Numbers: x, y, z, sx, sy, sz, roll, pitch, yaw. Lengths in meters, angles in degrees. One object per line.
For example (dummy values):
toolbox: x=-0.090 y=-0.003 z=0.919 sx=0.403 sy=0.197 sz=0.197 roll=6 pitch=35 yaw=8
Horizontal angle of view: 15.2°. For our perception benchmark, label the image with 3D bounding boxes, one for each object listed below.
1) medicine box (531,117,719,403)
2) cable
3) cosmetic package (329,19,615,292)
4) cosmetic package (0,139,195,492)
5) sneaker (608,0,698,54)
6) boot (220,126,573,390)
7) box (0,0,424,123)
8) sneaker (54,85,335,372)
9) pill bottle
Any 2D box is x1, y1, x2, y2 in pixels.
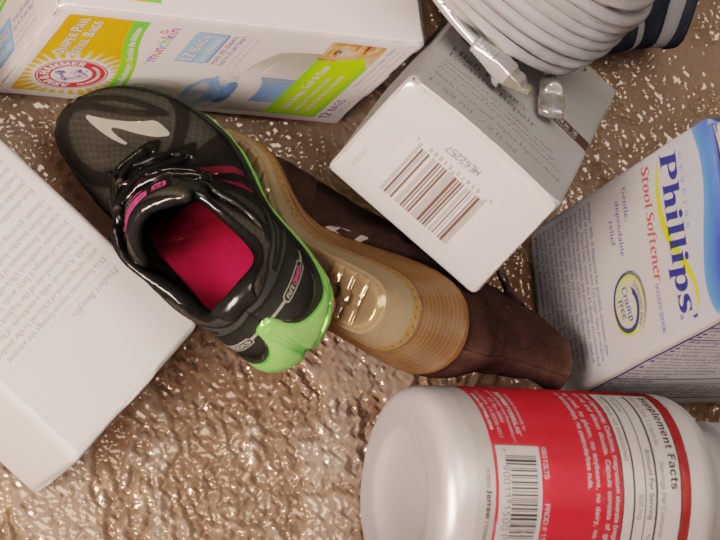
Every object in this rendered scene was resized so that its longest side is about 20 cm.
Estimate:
medicine box: x=0.217 y=0.001 z=1.434 sx=0.182 sy=0.200 sz=0.103 roll=1 pitch=72 yaw=-25
cable: x=0.073 y=-0.196 z=1.397 sx=0.200 sy=0.069 sz=0.200 roll=48 pitch=29 yaw=-13
cosmetic package: x=0.063 y=-0.075 z=1.404 sx=0.102 sy=0.074 sz=0.200 roll=41 pitch=26 yaw=-5
cosmetic package: x=-0.192 y=0.001 z=1.317 sx=0.200 sy=0.071 sz=0.101 roll=44 pitch=60 yaw=-6
sneaker: x=0.142 y=-0.217 z=1.549 sx=0.108 sy=0.070 sz=0.200 roll=1 pitch=79 yaw=-20
boot: x=0.000 y=0.000 z=1.405 sx=0.166 sy=0.200 sz=0.072 roll=18 pitch=105 yaw=-51
box: x=-0.084 y=-0.150 z=1.396 sx=0.200 sy=0.112 sz=0.101 roll=4 pitch=69 yaw=-26
sneaker: x=-0.088 y=-0.033 z=1.316 sx=0.077 sy=0.084 sz=0.200 roll=-50 pitch=55 yaw=4
pill bottle: x=0.110 y=0.118 z=1.395 sx=0.200 sy=0.112 sz=0.112 roll=4 pitch=71 yaw=-24
